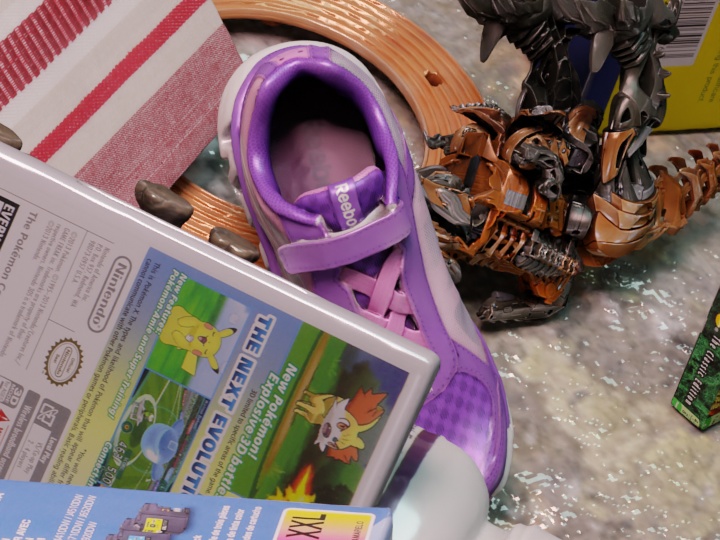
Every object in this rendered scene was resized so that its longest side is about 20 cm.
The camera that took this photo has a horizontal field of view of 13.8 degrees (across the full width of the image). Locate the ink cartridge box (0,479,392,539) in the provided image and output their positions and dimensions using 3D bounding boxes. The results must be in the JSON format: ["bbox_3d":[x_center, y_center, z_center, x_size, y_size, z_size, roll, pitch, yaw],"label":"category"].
[{"bbox_3d":[-0.091,0.141,0.920,0.198,0.137,0.076,4,26,10],"label":"ink cartridge box"}]

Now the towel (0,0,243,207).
[{"bbox_3d":[-0.125,-0.110,1.156,0.023,0.201,0.144,-2,36,41],"label":"towel"}]

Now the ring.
[{"bbox_3d":[-0.036,-0.062,1.272,0.199,0.019,0.201,11,42,-10],"label":"ring"}]

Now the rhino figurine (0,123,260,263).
[{"bbox_3d":[-0.142,-0.007,1.101,0.199,0.088,0.060,21,13,-25],"label":"rhino figurine"}]

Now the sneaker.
[{"bbox_3d":[0.000,0.000,1.123,0.080,0.088,0.201,-20,81,-7],"label":"sneaker"}]

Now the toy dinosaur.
[{"bbox_3d":[0.085,-0.049,1.245,0.102,0.137,0.200,4,9,32],"label":"toy dinosaur"}]

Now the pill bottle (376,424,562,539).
[{"bbox_3d":[-0.025,0.094,1.043,0.199,0.113,0.112,26,42,7],"label":"pill bottle"}]

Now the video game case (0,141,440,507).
[{"bbox_3d":[-0.095,0.080,0.986,0.181,0.201,0.022,26,6,7],"label":"video game case"}]

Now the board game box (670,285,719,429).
[{"bbox_3d":[0.218,-0.008,1.247,0.199,0.105,0.023,-23,52,-37],"label":"board game box"}]

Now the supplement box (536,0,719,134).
[{"bbox_3d":[0.177,-0.141,1.368,0.199,0.110,0.109,-4,47,-24],"label":"supplement box"}]
